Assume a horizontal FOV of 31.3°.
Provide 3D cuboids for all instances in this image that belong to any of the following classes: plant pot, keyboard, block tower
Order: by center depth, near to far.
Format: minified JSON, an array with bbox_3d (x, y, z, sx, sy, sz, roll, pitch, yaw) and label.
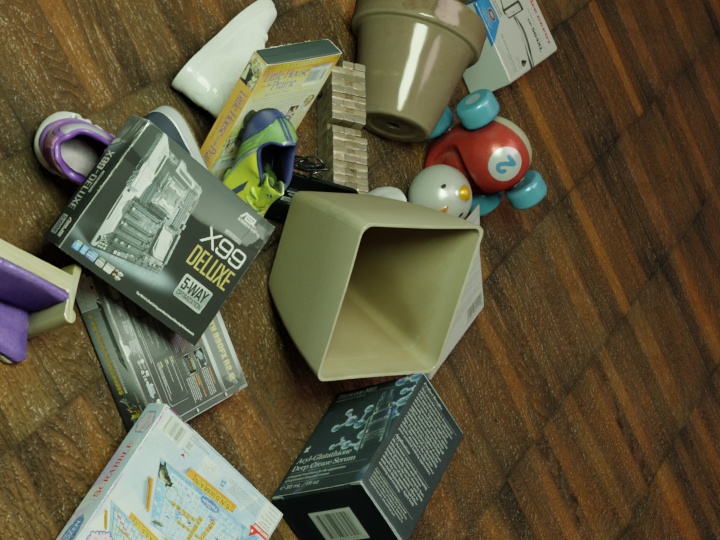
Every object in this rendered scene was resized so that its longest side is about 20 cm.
[{"bbox_3d":[0.000,0.000,1.585,0.198,0.177,0.202,0,116,-41],"label":"plant pot"},{"bbox_3d":[-0.087,-0.111,1.637,0.199,0.104,0.040,12,38,-45],"label":"keyboard"},{"bbox_3d":[-0.025,-0.184,1.758,0.053,0.058,0.202,8,66,-24],"label":"block tower"},{"bbox_3d":[0.068,-0.285,1.836,0.199,0.199,0.177,27,72,-42],"label":"plant pot"}]

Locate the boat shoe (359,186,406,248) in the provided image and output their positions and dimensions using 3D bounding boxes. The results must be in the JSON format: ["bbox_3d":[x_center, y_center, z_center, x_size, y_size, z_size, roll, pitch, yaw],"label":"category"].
[{"bbox_3d":[0.025,-0.064,1.774,0.200,0.066,0.074,-44,111,-49],"label":"boat shoe"}]

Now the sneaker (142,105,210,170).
[{"bbox_3d":[-0.213,-0.084,1.488,0.201,0.070,0.108,60,37,-8],"label":"sneaker"}]

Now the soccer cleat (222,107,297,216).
[{"bbox_3d":[-0.122,-0.097,1.519,0.064,0.201,0.084,-10,47,-33],"label":"soccer cleat"}]

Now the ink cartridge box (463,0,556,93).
[{"bbox_3d":[0.231,-0.393,2.142,0.200,0.084,0.147,-40,107,-49],"label":"ink cartridge box"}]

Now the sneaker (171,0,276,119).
[{"bbox_3d":[-0.139,-0.254,1.620,0.115,0.074,0.200,40,54,-4],"label":"sneaker"}]

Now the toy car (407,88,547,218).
[{"bbox_3d":[0.142,-0.125,1.875,0.185,0.176,0.201,54,53,-25],"label":"toy car"}]

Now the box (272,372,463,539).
[{"bbox_3d":[0.012,0.239,1.574,0.108,0.147,0.200,56,40,-19],"label":"box"}]

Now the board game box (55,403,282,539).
[{"bbox_3d":[-0.201,0.279,1.344,0.200,0.041,0.200,49,59,-27],"label":"board game box"}]

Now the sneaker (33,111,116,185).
[{"bbox_3d":[-0.253,-0.105,1.375,0.198,0.088,0.081,23,90,-15],"label":"sneaker"}]

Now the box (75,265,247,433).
[{"bbox_3d":[-0.223,0.068,1.432,0.158,0.048,0.202,-28,99,-52],"label":"box"}]

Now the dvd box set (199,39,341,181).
[{"bbox_3d":[-0.118,-0.187,1.551,0.029,0.201,0.146,46,36,16],"label":"dvd box set"}]

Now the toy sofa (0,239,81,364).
[{"bbox_3d":[-0.375,0.009,1.243,0.199,0.082,0.099,32,52,-39],"label":"toy sofa"}]

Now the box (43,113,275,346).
[{"bbox_3d":[-0.207,-0.040,1.352,0.200,0.050,0.158,41,80,-36],"label":"box"}]

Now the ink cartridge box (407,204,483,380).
[{"bbox_3d":[0.116,0.026,1.812,0.200,0.044,0.178,-48,140,-48],"label":"ink cartridge box"}]
